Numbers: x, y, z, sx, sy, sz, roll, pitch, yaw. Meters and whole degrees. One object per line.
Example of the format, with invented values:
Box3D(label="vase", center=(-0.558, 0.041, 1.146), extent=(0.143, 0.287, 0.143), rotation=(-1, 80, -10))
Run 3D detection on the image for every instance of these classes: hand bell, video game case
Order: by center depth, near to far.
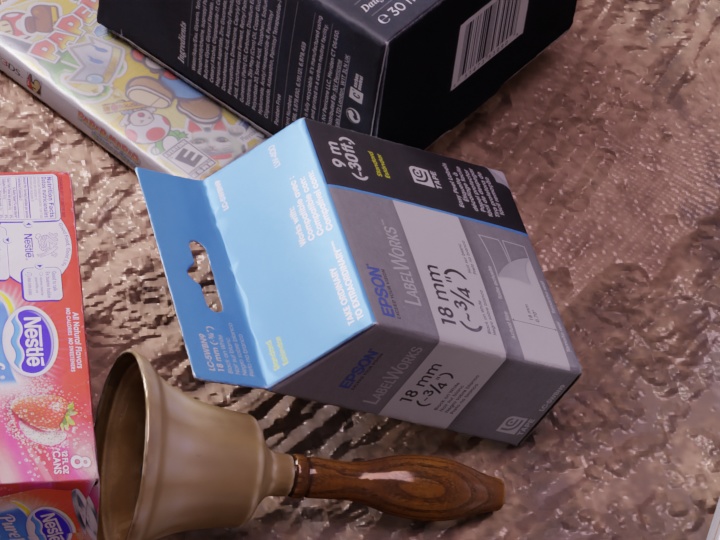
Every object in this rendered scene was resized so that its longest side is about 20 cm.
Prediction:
Box3D(label="hand bell", center=(-0.024, 0.100, 1.380), extent=(0.200, 0.104, 0.104), rotation=(7, 47, -20))
Box3D(label="video game case", center=(-0.088, -0.133, 1.600), extent=(0.182, 0.023, 0.200), rotation=(37, 54, 22))

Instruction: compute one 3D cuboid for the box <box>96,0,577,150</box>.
Box3D(label="box", center=(-0.007, -0.177, 1.558), extent=(0.196, 0.124, 0.200), rotation=(33, 52, 22))

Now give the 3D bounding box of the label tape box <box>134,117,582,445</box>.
Box3D(label="label tape box", center=(0.000, 0.000, 1.416), extent=(0.200, 0.063, 0.144), rotation=(13, 41, -34))

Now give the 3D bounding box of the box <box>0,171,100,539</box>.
Box3D(label="box", center=(-0.183, 0.054, 1.372), extent=(0.100, 0.096, 0.200), rotation=(-3, 49, -9))

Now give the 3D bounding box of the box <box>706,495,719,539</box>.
Box3D(label="box", center=(0.218, 0.133, 1.325), extent=(0.106, 0.152, 0.200), rotation=(18, 50, 7))
